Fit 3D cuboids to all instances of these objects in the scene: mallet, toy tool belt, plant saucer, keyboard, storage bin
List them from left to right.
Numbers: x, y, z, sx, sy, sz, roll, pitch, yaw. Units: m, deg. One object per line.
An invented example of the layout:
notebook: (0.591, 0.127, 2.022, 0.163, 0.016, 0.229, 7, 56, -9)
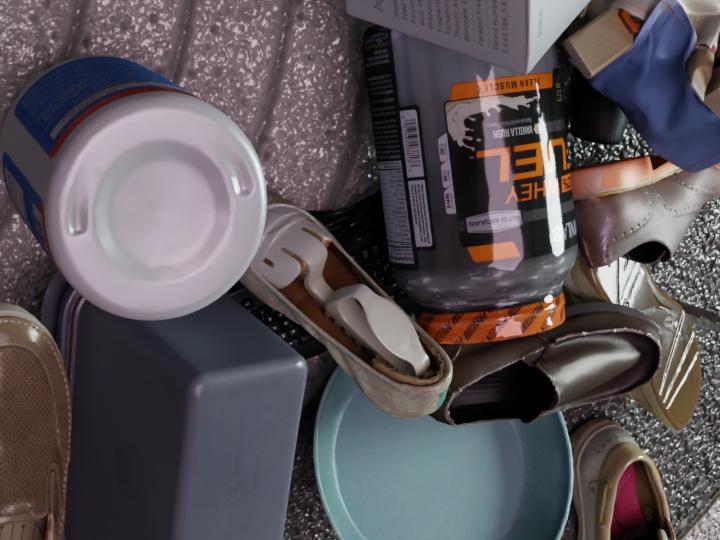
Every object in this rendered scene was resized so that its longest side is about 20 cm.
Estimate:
storage bin: (-0.102, 0.104, 0.775, 0.144, 0.134, 0.202, -8, 116, -40)
keyboard: (0.000, 0.000, 0.864, 0.198, 0.040, 0.105, -25, 116, -18)
plant saucer: (0.054, 0.132, 0.893, 0.198, 0.036, 0.203, 8, 70, -22)
mallet: (0.238, -0.126, 0.943, 0.198, 0.041, 0.067, -3, 105, -30)
toy tool belt: (0.209, -0.117, 0.822, 0.199, 0.124, 0.124, 37, 52, -21)

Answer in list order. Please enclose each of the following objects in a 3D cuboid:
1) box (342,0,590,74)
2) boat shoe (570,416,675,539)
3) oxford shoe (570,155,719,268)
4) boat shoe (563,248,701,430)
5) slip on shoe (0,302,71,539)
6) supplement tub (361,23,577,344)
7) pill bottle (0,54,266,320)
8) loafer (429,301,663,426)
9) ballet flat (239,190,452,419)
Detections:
box: (0.084, -0.255, 0.699, 0.199, 0.130, 0.201, -49, 149, -31)
boat shoe: (0.214, 0.214, 1.017, 0.073, 0.069, 0.202, -28, 116, -15)
oxford shoe: (0.201, -0.042, 0.901, 0.199, 0.071, 0.074, -11, 92, -47)
boat shoe: (0.198, 0.043, 0.968, 0.074, 0.062, 0.201, -55, 126, -31)
slip on shoe: (-0.196, 0.121, 0.714, 0.075, 0.060, 0.203, 1, 104, -30)
supplement tub: (0.071, -0.062, 0.810, 0.121, 0.122, 0.203, -11, 98, -22)
pill bottle: (-0.132, -0.055, 0.691, 0.111, 0.200, 0.114, -8, 110, -22)
loafer: (0.123, 0.075, 0.871, 0.197, 0.071, 0.074, -9, 124, -17)
ballet flat: (-0.018, 0.008, 0.794, 0.200, 0.062, 0.068, 42, 65, 3)
